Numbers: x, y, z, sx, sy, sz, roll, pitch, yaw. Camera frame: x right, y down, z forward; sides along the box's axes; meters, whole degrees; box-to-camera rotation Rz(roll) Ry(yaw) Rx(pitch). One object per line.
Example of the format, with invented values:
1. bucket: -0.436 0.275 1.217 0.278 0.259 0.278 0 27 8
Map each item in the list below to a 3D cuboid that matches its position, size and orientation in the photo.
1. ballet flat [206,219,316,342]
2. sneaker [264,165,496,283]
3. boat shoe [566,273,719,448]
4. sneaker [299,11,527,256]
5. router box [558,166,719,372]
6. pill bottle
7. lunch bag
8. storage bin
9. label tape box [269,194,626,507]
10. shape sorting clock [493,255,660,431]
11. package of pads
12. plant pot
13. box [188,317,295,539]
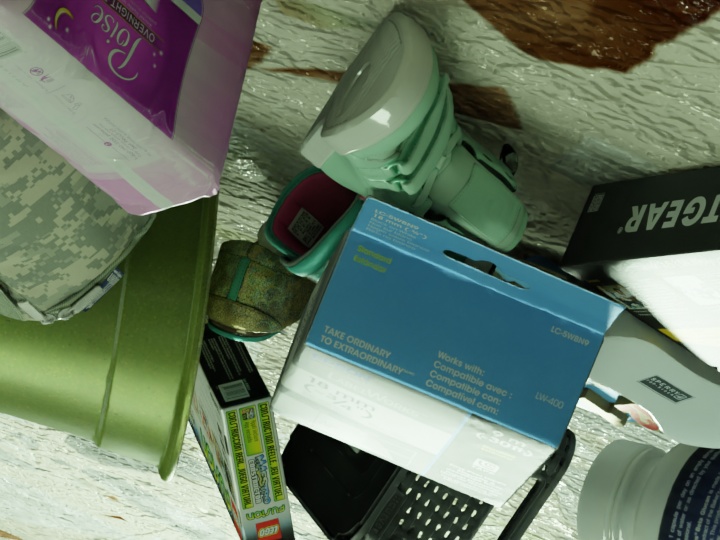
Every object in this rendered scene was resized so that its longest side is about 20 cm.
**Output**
1. ballet flat: -0.041 -0.006 1.610 0.070 0.071 0.200 20 -167 12
2. sneaker: 0.000 0.000 1.518 0.120 0.084 0.200 27 145 -4
3. boat shoe: 0.174 0.043 1.487 0.072 0.068 0.200 -20 147 36
4. sneaker: 0.041 -0.061 1.323 0.118 0.074 0.200 32 173 -4
5. router box: 0.218 0.009 1.337 0.157 0.052 0.200 32 162 -25
6. pill bottle: 0.241 0.168 1.703 0.199 0.112 0.111 13 161 33
7. lunch bag: -0.184 -0.081 1.410 0.139 0.168 0.200 15 162 29
8. storage bin: 0.037 0.114 1.680 0.094 0.136 0.200 33 -178 -17
9. label tape box: 0.039 0.047 1.402 0.144 0.064 0.200 23 159 -2
10. shape sorting clock: 0.117 0.043 1.614 0.199 0.039 0.200 22 164 7
11. package of pads: -0.132 -0.124 1.275 0.075 0.121 0.200 -9 148 33
12. plant pot: -0.189 0.012 1.569 0.189 0.201 0.200 8 165 -7
13. box: -0.090 0.088 1.783 0.200 0.035 0.111 -122 20 -60
